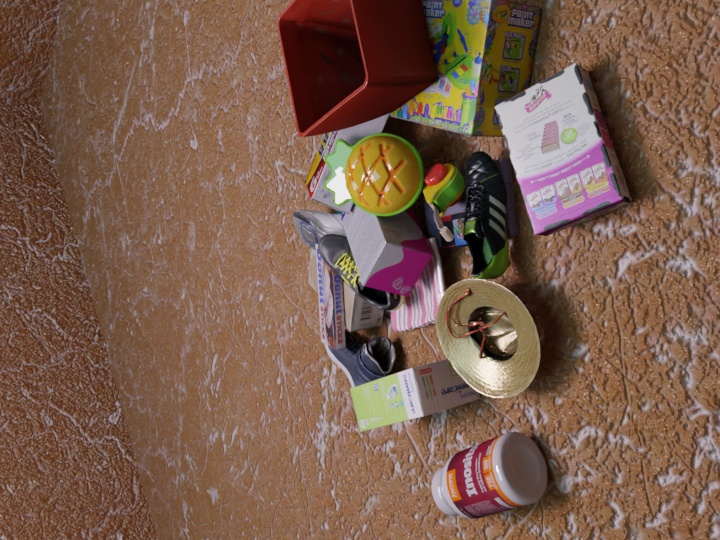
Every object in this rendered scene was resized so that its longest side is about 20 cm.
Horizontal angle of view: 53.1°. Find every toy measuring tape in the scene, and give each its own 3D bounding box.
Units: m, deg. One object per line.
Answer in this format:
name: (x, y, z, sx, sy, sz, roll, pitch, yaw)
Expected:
toy measuring tape: (0.143, -0.122, 1.174, 0.202, 0.072, 0.075, -99, 23, -57)

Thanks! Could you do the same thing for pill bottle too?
pill bottle: (0.209, 0.351, 1.212, 0.200, 0.111, 0.115, -40, 65, 48)

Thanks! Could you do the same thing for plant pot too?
plant pot: (0.005, -0.336, 1.121, 0.198, 0.173, 0.206, -22, 77, 53)

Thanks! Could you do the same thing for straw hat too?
straw hat: (0.224, 0.096, 1.170, 0.198, 0.084, 0.207, 15, 112, 41)

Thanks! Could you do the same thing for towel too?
towel: (0.098, 0.033, 1.351, 0.199, 0.029, 0.150, -24, 77, 62)

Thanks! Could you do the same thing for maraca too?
maraca: (0.020, -0.166, 1.243, 0.196, 0.106, 0.141, 7, 97, 30)

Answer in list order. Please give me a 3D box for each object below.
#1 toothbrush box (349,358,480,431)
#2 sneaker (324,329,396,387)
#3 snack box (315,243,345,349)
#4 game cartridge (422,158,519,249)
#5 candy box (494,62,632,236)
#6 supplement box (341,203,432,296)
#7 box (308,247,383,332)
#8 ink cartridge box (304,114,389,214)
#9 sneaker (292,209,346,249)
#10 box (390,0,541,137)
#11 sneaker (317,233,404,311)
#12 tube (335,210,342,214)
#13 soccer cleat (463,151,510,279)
toothbrush box: (0.096, 0.225, 1.316, 0.199, 0.143, 0.088, -28, 74, 52)
sneaker: (-0.001, 0.157, 1.477, 0.204, 0.076, 0.148, 53, 144, 28)
snack box: (-0.060, 0.050, 1.438, 0.071, 0.024, 0.206, 16, 111, 59)
game cartridge: (0.183, -0.108, 1.238, 0.198, 0.038, 0.134, -8, 86, 54)
candy box: (0.288, -0.169, 1.034, 0.134, 0.060, 0.205, -22, 79, 34)
supplement box: (0.044, -0.063, 1.316, 0.105, 0.099, 0.202, -61, 29, 29)
box: (-0.031, 0.030, 1.487, 0.200, 0.076, 0.097, 43, 134, 49)
ink cartridge box: (-0.032, -0.237, 1.378, 0.176, 0.082, 0.204, -116, 47, -67)
sneaker: (-0.058, -0.085, 1.498, 0.197, 0.087, 0.076, 24, 136, 30)
box: (0.162, -0.329, 1.154, 0.199, 0.120, 0.198, 28, 118, 48)
sneaker: (0.000, 0.000, 1.338, 0.198, 0.085, 0.075, 37, 99, 7)
tube: (-0.009, -0.152, 1.478, 0.198, 0.049, 0.080, -7, 93, 58)
soccer cleat: (0.193, -0.087, 1.139, 0.067, 0.080, 0.206, -9, 89, 45)
